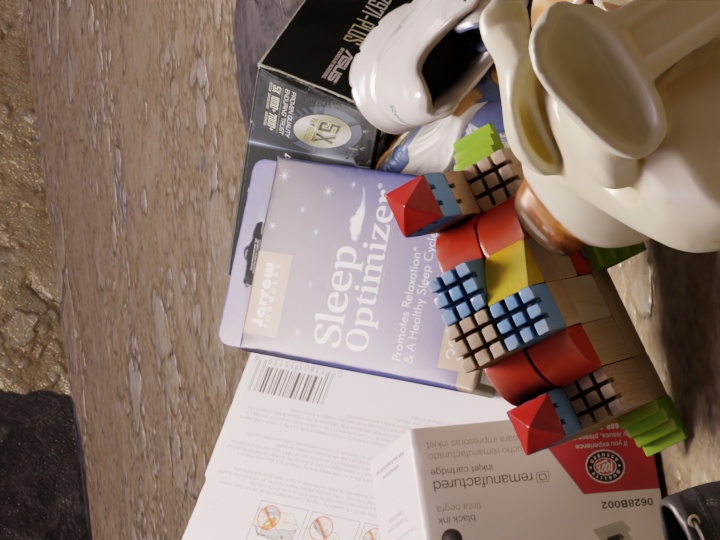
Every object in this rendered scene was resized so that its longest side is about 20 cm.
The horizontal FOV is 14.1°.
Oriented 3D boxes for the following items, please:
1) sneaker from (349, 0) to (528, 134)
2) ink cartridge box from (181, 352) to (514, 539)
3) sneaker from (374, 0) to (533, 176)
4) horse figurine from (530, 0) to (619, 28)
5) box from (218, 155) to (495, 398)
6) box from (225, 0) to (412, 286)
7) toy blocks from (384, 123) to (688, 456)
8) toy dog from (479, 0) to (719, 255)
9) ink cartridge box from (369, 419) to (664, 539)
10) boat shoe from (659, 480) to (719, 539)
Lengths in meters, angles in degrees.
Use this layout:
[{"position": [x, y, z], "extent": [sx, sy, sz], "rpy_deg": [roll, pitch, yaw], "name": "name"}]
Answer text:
[{"position": [0.072, -0.163, 1.648], "extent": [0.200, 0.074, 0.087], "rpy_deg": [-64, 24, -3], "name": "sneaker"}, {"position": [-0.003, 0.142, 1.718], "extent": [0.044, 0.200, 0.174], "rpy_deg": [44, -119, -53], "name": "ink cartridge box"}, {"position": [0.088, -0.088, 1.724], "extent": [0.200, 0.088, 0.075], "rpy_deg": [-44, 14, 55], "name": "sneaker"}, {"position": [0.126, -0.115, 1.588], "extent": [0.133, 0.050, 0.200], "rpy_deg": [-168, 69, -72], "name": "horse figurine"}, {"position": [0.000, 0.000, 1.731], "extent": [0.200, 0.032, 0.121], "rpy_deg": [9, 86, 33], "name": "box"}, {"position": [-0.006, -0.096, 1.879], "extent": [0.200, 0.086, 0.164], "rpy_deg": [102, -164, -47], "name": "box"}, {"position": [0.086, 0.015, 1.516], "extent": [0.200, 0.100, 0.137], "rpy_deg": [65, -157, 6], "name": "toy blocks"}, {"position": [0.145, -0.072, 1.415], "extent": [0.194, 0.140, 0.200], "rpy_deg": [49, 164, -5], "name": "toy dog"}, {"position": [0.097, 0.186, 1.599], "extent": [0.083, 0.147, 0.200], "rpy_deg": [132, 131, -67], "name": "ink cartridge box"}, {"position": [0.183, 0.201, 1.441], "extent": [0.069, 0.057, 0.200], "rpy_deg": [175, 89, -77], "name": "boat shoe"}]
